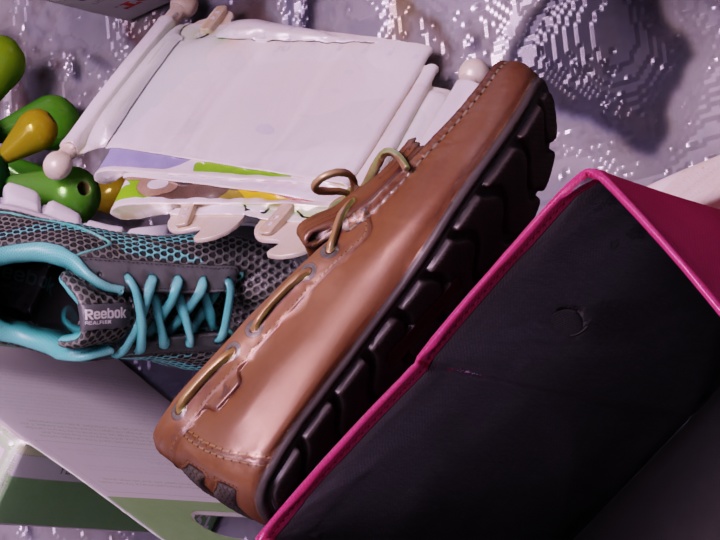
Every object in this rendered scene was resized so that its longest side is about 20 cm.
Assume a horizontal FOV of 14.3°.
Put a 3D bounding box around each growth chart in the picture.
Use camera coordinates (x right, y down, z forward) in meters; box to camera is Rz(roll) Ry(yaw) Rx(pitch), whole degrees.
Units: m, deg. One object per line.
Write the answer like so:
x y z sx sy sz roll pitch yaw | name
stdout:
-0.044 -0.062 1.245 0.199 0.018 0.145 14 51 35 | growth chart

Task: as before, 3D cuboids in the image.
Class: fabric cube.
0.125 0.110 1.027 0.200 0.199 0.197 -49 57 21 | fabric cube

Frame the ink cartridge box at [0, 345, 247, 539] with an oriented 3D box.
-0.102 0.092 1.237 0.200 0.145 0.048 35 105 35 | ink cartridge box

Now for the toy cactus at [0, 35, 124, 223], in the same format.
-0.207 -0.051 1.338 0.200 0.164 0.103 41 131 40 | toy cactus

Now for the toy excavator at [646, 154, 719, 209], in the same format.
0.079 0.012 1.131 0.200 0.193 0.100 -55 50 51 | toy excavator

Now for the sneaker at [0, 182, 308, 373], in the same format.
-0.099 0.016 1.238 0.199 0.091 0.078 6 107 1 | sneaker

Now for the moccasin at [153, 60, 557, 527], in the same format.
0.000 0.001 1.072 0.078 0.074 0.202 32 81 27 | moccasin

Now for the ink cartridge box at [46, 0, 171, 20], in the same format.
-0.119 -0.185 1.262 0.144 0.200 0.085 -20 73 33 | ink cartridge box
